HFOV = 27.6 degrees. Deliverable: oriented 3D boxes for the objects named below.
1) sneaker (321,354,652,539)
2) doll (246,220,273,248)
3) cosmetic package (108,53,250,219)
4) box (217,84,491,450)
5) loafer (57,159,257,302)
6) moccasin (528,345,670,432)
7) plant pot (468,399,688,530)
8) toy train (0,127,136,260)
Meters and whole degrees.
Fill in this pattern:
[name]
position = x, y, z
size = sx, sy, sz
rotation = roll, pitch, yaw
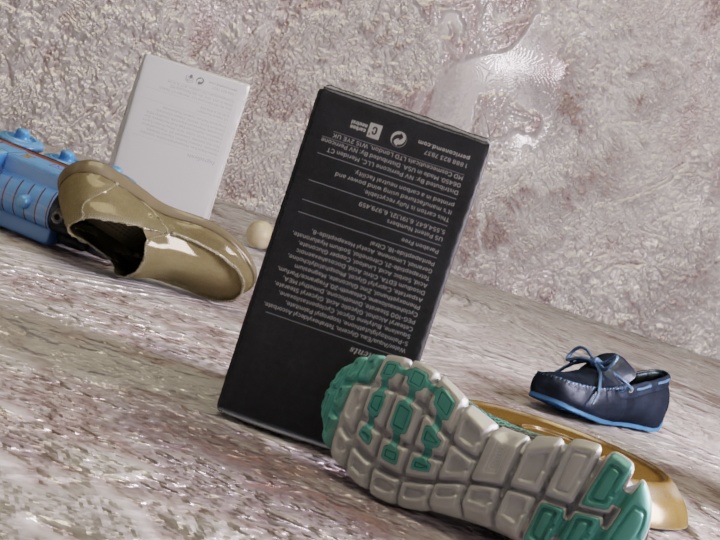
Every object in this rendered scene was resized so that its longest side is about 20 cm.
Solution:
[sneaker]
position = 0.067, 0.111, 0.792
size = 0.200, 0.078, 0.091
rotation = 25, -9, 29
[doll]
position = -0.067, -0.032, 2.058
size = 0.200, 0.049, 0.136
rotation = 17, 3, -24
[cosmetic package]
position = -0.213, -0.130, 1.641
size = 0.123, 0.201, 0.199
rotation = 16, 4, -9
[box]
position = 0.000, 0.000, 0.908
size = 0.107, 0.201, 0.148
rotation = 18, 3, 2
[loafer]
position = -0.181, -0.019, 1.281
size = 0.200, 0.068, 0.076
rotation = 29, -43, -23
[moccasin]
position = 0.232, 0.109, 1.425
size = 0.080, 0.068, 0.200
rotation = 22, 6, 39
[plant pot]
position = 0.137, 0.130, 1.029
size = 0.200, 0.028, 0.200
rotation = 19, 5, -2
[toy train]
position = -0.298, -0.071, 1.356
size = 0.200, 0.087, 0.114
rotation = 22, 14, 17
